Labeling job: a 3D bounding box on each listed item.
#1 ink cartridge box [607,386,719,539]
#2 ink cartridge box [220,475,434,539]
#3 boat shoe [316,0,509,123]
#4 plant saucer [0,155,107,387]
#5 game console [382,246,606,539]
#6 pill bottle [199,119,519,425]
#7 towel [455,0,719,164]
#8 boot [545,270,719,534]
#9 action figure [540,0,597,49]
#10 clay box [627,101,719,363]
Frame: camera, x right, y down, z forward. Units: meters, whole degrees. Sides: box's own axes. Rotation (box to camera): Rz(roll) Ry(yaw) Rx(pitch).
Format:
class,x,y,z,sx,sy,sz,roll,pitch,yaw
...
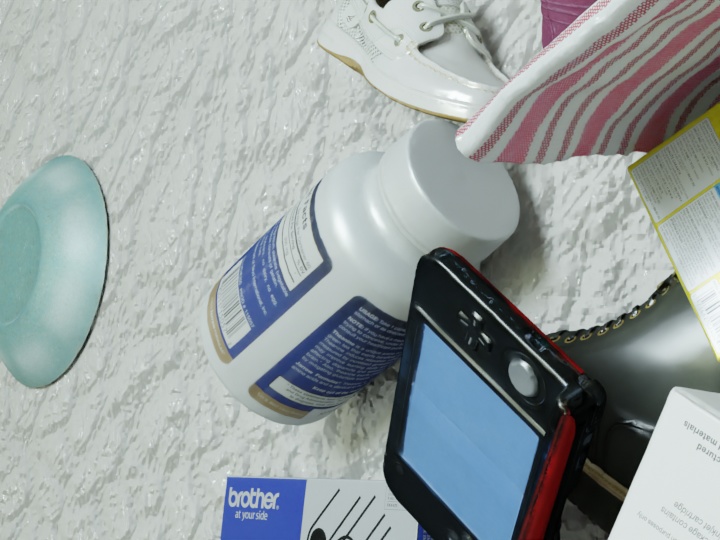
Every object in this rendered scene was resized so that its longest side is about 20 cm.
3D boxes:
class,x,y,z,sx,sy,sz,roll,pitch,yaw
ink cartridge box,0.164,0.162,0.693,0.084,0.145,0.201,35,109,48
ink cartridge box,-0.015,0.175,1.003,0.200,0.044,0.094,-7,74,52
boat shoe,0.038,-0.139,0.991,0.200,0.071,0.070,38,113,50
plant saucer,-0.280,-0.003,1.393,0.201,0.039,0.202,-18,67,49
game console,0.040,0.123,0.791,0.172,0.118,0.200,45,147,28
pill bottle,0.000,0.000,0.973,0.200,0.111,0.111,-41,51,39
towel,0.151,-0.095,0.735,0.146,0.200,0.030,-43,66,37
boot,0.127,0.036,0.843,0.200,0.077,0.139,38,108,35
action figure,0.115,-0.147,0.832,0.134,0.148,0.201,36,142,59
clay box,0.226,-0.052,0.723,0.200,0.048,0.115,-35,54,23
